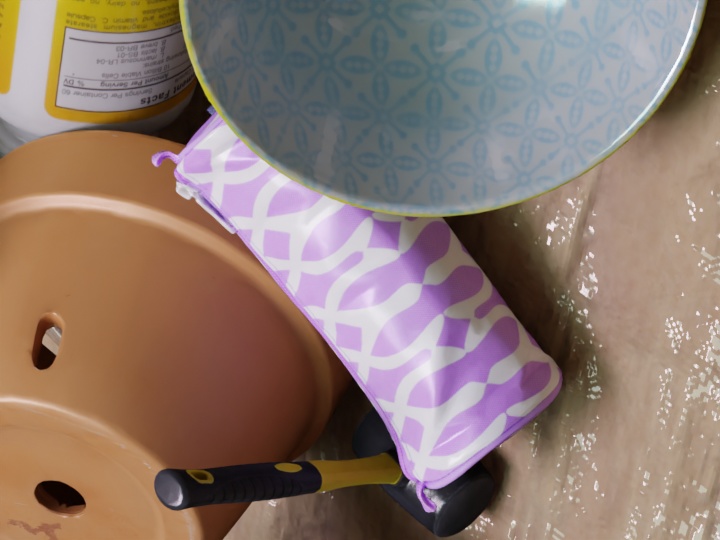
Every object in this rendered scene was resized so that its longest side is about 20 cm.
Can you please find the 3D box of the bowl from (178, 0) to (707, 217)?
[{"bbox_3d":[0.028,-0.133,0.999,0.108,0.200,0.200,-97,11,-58],"label":"bowl"}]

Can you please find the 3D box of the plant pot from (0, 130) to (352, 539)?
[{"bbox_3d":[-0.112,0.055,1.181,0.200,0.140,0.200,12,138,11],"label":"plant pot"}]

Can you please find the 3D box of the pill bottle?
[{"bbox_3d":[-0.124,-0.129,1.192,0.113,0.113,0.200,38,133,31],"label":"pill bottle"}]

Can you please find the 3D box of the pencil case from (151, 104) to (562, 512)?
[{"bbox_3d":[0.000,0.000,1.108,0.200,0.085,0.084,51,170,1],"label":"pencil case"}]

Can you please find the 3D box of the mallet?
[{"bbox_3d":[-0.011,0.095,1.115,0.066,0.200,0.041,40,112,22],"label":"mallet"}]

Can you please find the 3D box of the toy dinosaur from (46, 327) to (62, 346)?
[{"bbox_3d":[-0.172,0.013,1.376,0.200,0.060,0.106,51,175,14],"label":"toy dinosaur"}]

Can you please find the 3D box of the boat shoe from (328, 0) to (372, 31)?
[{"bbox_3d":[-0.016,-0.113,1.087,0.200,0.062,0.073,50,140,-7],"label":"boat shoe"}]
